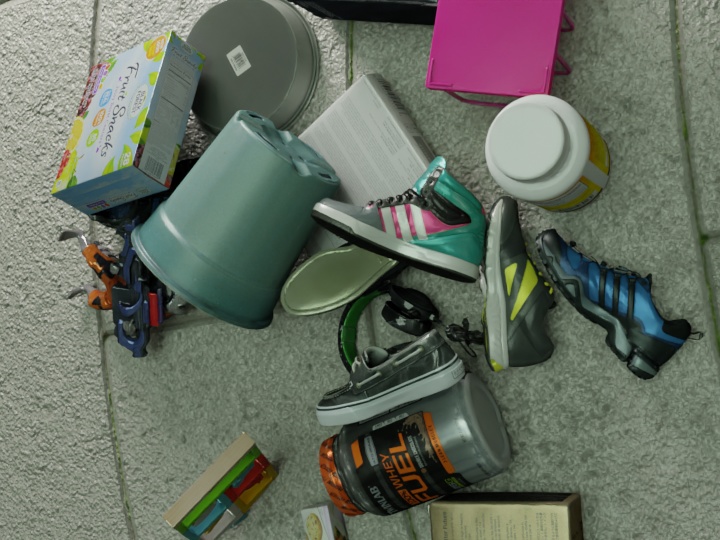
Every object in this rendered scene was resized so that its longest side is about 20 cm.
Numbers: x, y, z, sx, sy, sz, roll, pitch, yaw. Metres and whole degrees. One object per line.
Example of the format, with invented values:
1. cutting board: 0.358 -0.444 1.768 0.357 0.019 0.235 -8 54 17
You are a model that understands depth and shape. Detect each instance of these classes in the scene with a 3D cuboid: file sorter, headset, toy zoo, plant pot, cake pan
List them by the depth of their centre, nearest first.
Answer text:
1. file sorter: 0.172 -0.286 1.189 0.138 0.125 0.201 9 91 23
2. headset: 0.050 0.077 1.238 0.199 0.094 0.124 -1 82 35
3. plant pot: -0.137 -0.070 1.262 0.200 0.200 0.197 40 106 19
4. toy zoo: -0.161 0.272 1.275 0.020 0.200 0.131 40 76 19
5. cake pan: -0.150 -0.264 1.369 0.199 0.037 0.202 -1 87 22

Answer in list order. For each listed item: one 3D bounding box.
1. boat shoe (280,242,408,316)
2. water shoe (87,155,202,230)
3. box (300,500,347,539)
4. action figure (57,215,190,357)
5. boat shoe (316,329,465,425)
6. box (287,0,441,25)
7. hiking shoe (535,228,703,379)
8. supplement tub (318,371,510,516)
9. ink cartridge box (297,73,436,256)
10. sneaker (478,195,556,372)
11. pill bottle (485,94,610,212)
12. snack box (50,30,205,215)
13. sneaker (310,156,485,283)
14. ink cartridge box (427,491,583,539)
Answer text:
1. boat shoe: -0.001 -0.002 1.260 0.199 0.066 0.075 -37 69 -4
2. water shoe: -0.266 -0.097 1.387 0.199 0.079 0.072 -21 81 20
3. box: -0.029 0.383 1.292 0.041 0.039 0.201 -14 83 22
4. action figure: -0.300 -0.002 1.388 0.192 0.105 0.201 22 121 17
5. boat shoe: 0.025 0.116 1.184 0.199 0.072 0.071 -25 94 31
6. box: 0.032 -0.400 1.252 0.197 0.123 0.201 10 93 24
7. hiking shoe: 0.277 0.022 1.170 0.087 0.074 0.200 -42 83 8
8. supplement tub: 0.060 0.205 1.217 0.199 0.122 0.123 -26 79 20
9. ink cartridge box: -0.010 -0.118 1.309 0.200 0.050 0.161 -40 74 30
10. sneaker: 0.180 0.015 1.213 0.084 0.074 0.202 0 84 -1
11. pill bottle: 0.198 -0.124 1.131 0.109 0.200 0.110 -1 87 22
12. snack box: -0.293 -0.184 1.341 0.168 0.068 0.201 -11 59 39
13. sneaker: 0.054 -0.074 1.190 0.199 0.084 0.121 20 82 2
14. ink cartridge box: 0.168 0.354 1.192 0.164 0.075 0.202 -4 88 24
